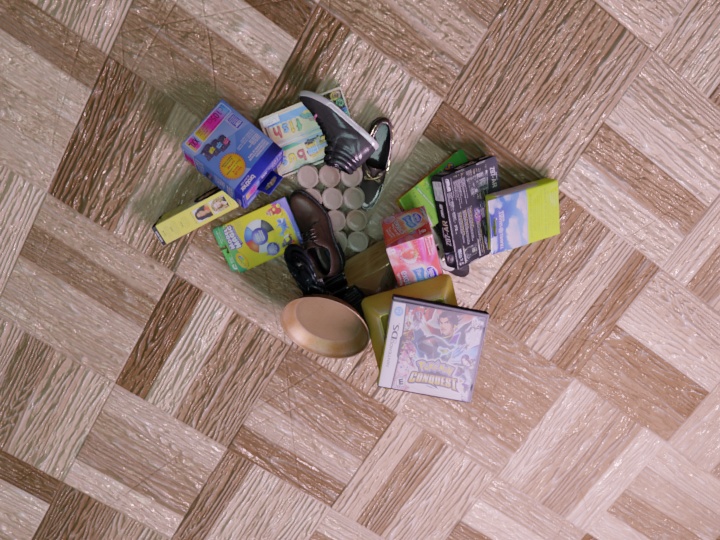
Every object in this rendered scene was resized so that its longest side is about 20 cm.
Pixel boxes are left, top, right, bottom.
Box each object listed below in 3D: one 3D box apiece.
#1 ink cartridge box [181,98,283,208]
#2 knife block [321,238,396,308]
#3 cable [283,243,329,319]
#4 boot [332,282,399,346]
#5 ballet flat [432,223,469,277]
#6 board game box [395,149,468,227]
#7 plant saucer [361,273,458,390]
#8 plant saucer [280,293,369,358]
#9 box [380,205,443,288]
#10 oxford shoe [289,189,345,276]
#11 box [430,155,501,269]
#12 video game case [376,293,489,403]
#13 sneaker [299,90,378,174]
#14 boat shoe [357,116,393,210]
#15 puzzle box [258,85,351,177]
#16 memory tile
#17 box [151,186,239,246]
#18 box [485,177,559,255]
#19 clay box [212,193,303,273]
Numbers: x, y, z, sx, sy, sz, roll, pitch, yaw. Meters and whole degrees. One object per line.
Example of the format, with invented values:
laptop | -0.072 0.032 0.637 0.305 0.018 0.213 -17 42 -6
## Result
ink cartridge box | -0.251 -0.231 1.147 0.198 0.076 0.138 38 75 -1
knife block | 0.000 0.000 1.264 0.064 0.171 0.205 47 63 -51
cable | -0.122 0.036 1.229 0.050 0.202 0.164 -30 63 -16
boot | 0.026 0.105 1.266 0.196 0.131 0.069 -31 106 8
ballet flat | 0.176 -0.056 1.250 0.067 0.068 0.203 -22 106 48
board game box | 0.172 -0.170 1.203 0.198 0.030 0.097 -39 107 -16
plant saucer | 0.117 0.134 1.121 0.193 0.049 0.207 -16 100 2
plant saucer | -0.072 0.111 1.161 0.193 0.036 0.204 9 138 8
box | 0.118 -0.018 1.157 0.099 0.096 0.203 -15 132 7
oxford shoe | -0.100 -0.081 1.200 0.071 0.084 0.204 -28 95 26
box | 0.242 -0.128 1.205 0.157 0.043 0.207 -24 111 -25
video game case | 0.141 0.155 1.088 0.192 0.026 0.188 10 100 -2
sneaker | -0.065 -0.279 1.136 0.198 0.071 0.100 38 88 -1
boat shoe | 0.029 -0.229 1.202 0.069 0.060 0.207 14 106 -5
puzzle box | -0.109 -0.298 1.198 0.194 0.026 0.137 -20 107 5
memory tile | -0.058 -0.137 1.228 0.147 0.017 0.207 -1 115 12
box | -0.360 -0.130 1.220 0.195 0.076 0.051 -27 114 6
box | 0.349 -0.120 1.209 0.194 0.047 0.126 -17 109 -22
clay box | -0.232 -0.078 1.251 0.194 0.048 0.118 -24 106 5
